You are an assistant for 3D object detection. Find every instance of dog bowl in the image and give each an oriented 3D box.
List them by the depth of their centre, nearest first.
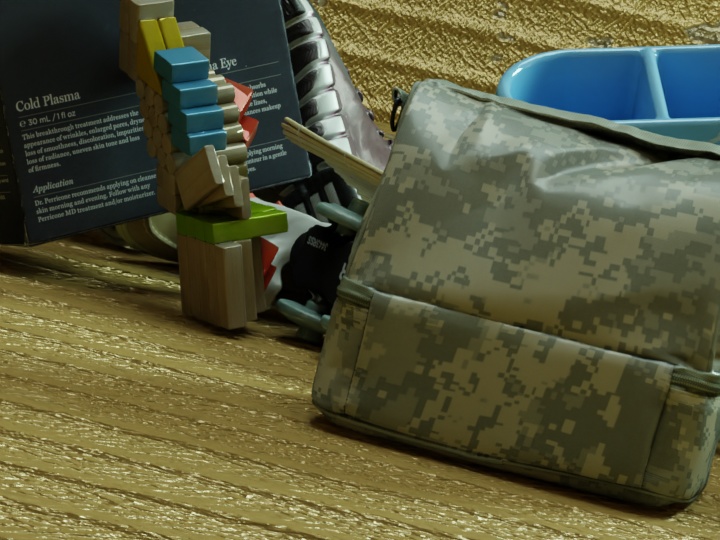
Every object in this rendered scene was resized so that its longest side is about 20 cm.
[{"bbox_3d":[0.168,-0.086,1.691,0.200,0.050,0.111,-1,32,-1],"label":"dog bowl"}]

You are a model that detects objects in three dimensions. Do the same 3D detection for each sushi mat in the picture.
[{"bbox_3d":[0.041,-0.028,1.622,0.200,0.012,0.096,30,-4,45],"label":"sushi mat"}]

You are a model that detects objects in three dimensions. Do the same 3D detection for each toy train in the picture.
[{"bbox_3d":[0.038,0.020,1.595,0.114,0.085,0.200,20,2,-30],"label":"toy train"}]

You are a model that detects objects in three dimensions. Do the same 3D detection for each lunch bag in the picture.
[{"bbox_3d":[0.094,0.007,1.392,0.200,0.168,0.139,15,7,14],"label":"lunch bag"}]

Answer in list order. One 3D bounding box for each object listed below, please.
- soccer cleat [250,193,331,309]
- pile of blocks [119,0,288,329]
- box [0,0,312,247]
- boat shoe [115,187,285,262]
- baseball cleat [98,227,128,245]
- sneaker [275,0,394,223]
[{"bbox_3d":[0.000,0.000,1.738,0.200,0.069,0.078,2,43,-40],"label":"soccer cleat"},{"bbox_3d":[-0.075,-0.066,1.617,0.062,0.200,0.082,-11,-9,-28],"label":"pile of blocks"},{"bbox_3d":[-0.148,-0.123,1.701,0.200,0.182,0.104,-14,11,-35],"label":"box"},{"bbox_3d":[-0.068,-0.030,1.850,0.063,0.073,0.201,12,-3,42],"label":"boat shoe"},{"bbox_3d":[-0.131,-0.046,1.908,0.070,0.106,0.200,-14,-37,30],"label":"baseball cleat"},{"bbox_3d":[-0.014,-0.085,1.873,0.076,0.200,0.115,-29,-25,30],"label":"sneaker"}]
